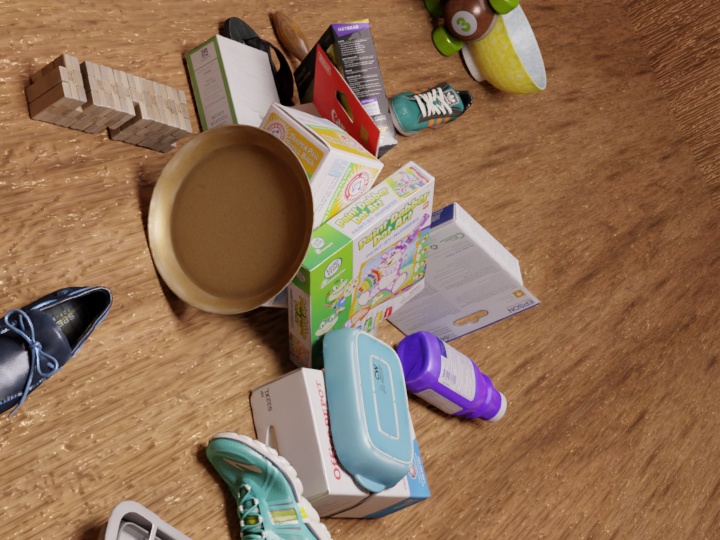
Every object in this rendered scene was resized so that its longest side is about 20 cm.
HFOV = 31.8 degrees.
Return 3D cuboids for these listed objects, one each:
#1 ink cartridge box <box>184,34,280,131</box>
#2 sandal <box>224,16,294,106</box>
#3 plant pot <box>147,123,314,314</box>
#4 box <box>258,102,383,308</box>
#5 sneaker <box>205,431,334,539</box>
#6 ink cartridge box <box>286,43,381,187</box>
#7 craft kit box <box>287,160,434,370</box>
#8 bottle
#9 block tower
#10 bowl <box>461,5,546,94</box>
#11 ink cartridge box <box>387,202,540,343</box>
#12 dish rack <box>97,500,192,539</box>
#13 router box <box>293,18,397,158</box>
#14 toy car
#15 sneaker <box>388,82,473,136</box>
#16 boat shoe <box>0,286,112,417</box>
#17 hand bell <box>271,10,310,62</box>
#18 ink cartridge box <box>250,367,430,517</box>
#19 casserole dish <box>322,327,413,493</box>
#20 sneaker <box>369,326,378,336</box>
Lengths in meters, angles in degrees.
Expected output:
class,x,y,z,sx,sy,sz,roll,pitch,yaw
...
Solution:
class,x,y,z,sx,sy,sz,roll,pitch,yaw
ink cartridge box,-0.143,-0.180,1.554,0.103,0.059,0.202,9,61,-56
sandal,-0.112,-0.250,1.667,0.202,0.048,0.075,60,30,-9
plant pot,-0.135,-0.054,1.342,0.027,0.198,0.202,12,57,-68
box,-0.082,-0.069,1.407,0.101,0.201,0.112,40,18,29
sneaker,-0.095,0.253,1.300,0.201,0.077,0.080,56,44,-9
ink cartridge box,-0.039,-0.144,1.519,0.044,0.178,0.201,-12,43,-19
craft kit box,0.000,0.000,1.458,0.048,0.199,0.199,36,59,28
bottle,0.128,0.154,1.728,0.199,0.065,0.084,33,43,-43
block tower,-0.265,-0.179,1.364,0.199,0.057,0.055,11,60,-56
bowl,0.246,-0.399,2.276,0.200,0.107,0.202,47,31,-41
ink cartridge box,0.104,0.012,1.665,0.200,0.195,0.044,39,40,-36
dish rack,-0.178,0.323,1.140,0.200,0.043,0.173,42,36,-34
router box,-0.022,-0.207,1.587,0.052,0.200,0.159,-12,84,-18
toy car,0.138,-0.483,2.140,0.199,0.164,0.159,14,56,-42
sneaker,0.112,-0.263,1.998,0.200,0.079,0.072,-22,87,-60
boat shoe,-0.293,0.058,1.129,0.085,0.068,0.200,55,31,-16
hand bell,-0.063,-0.278,1.750,0.201,0.104,0.104,56,29,8
ink cartridge box,-0.021,0.200,1.440,0.199,0.083,0.147,15,55,-52
casserole dish,0.013,0.148,1.413,0.121,0.039,0.202,31,41,-44
sneaker,-0.039,0.034,1.553,0.199,0.075,0.093,24,60,-42
